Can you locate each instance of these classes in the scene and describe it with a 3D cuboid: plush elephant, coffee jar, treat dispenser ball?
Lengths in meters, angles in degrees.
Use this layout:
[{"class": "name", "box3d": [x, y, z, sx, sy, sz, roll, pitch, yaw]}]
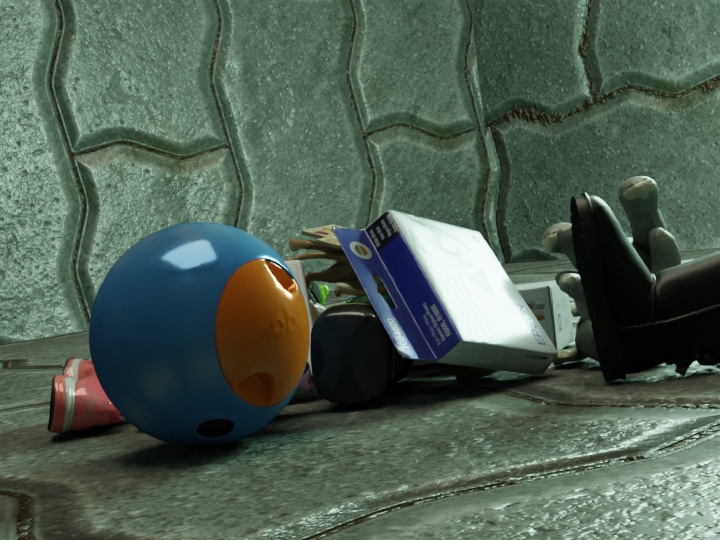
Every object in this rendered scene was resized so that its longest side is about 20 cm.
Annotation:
[{"class": "plush elephant", "box3d": [0.270, 0.031, 1.313, 0.164, 0.201, 0.155, -24, 12, 46]}, {"class": "coffee jar", "box3d": [0.004, 0.082, 1.295, 0.084, 0.106, 0.200, -2, 2, 11]}, {"class": "treat dispenser ball", "box3d": [-0.144, 0.058, 1.094, 0.199, 0.203, 0.201, -7, 2, 0]}]

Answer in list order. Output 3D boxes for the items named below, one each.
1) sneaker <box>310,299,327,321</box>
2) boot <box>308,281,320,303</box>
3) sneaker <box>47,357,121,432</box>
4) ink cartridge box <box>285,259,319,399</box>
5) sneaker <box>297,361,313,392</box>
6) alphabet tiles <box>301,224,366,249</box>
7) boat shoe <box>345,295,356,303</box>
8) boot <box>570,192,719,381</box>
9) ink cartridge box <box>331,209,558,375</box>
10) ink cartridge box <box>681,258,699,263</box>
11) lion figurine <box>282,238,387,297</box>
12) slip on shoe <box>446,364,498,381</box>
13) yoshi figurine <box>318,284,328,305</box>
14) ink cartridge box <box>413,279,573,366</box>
[{"class": "sneaker", "box3d": [-0.092, 0.050, 1.462, 0.199, 0.074, 0.080, 36, 16, -26]}, {"class": "boot", "box3d": [-0.144, 0.079, 1.630, 0.182, 0.073, 0.200, -46, 8, -12]}, {"class": "sneaker", "box3d": [-0.293, 0.146, 1.344, 0.086, 0.075, 0.200, 6, 4, -7]}, {"class": "ink cartridge box", "box3d": [-0.150, 0.076, 1.359, 0.198, 0.161, 0.047, -8, -34, -6]}, {"class": "sneaker", "box3d": [-0.140, 0.129, 1.242, 0.199, 0.082, 0.070, -26, 25, 23]}, {"class": "alphabet tiles", "box3d": [0.037, -0.028, 1.448, 0.198, 0.006, 0.166, 14, 11, 19]}, {"class": "boat shoe", "box3d": [0.036, 0.045, 1.679, 0.200, 0.069, 0.084, -42, -21, 30]}, {"class": "boot", "box3d": [0.297, 0.008, 1.168, 0.161, 0.200, 0.073, -13, 4, 4]}, {"class": "ink cartridge box", "box3d": [0.089, 0.020, 1.277, 0.199, 0.200, 0.041, 9, -51, -38]}, {"class": "ink cartridge box", "box3d": [0.407, 0.033, 1.513, 0.144, 0.085, 0.200, -7, 2, 5]}, {"class": "lion figurine", "box3d": [0.000, 0.000, 1.475, 0.121, 0.073, 0.199, 1, -1, 30]}, {"class": "slip on shoe", "box3d": [0.088, 0.059, 1.377, 0.060, 0.076, 0.200, -28, 44, -15]}, {"class": "yoshi figurine", "box3d": [-0.041, 0.082, 1.629, 0.199, 0.114, 0.111, -9, -15, 39]}, {"class": "ink cartridge box", "box3d": [0.161, 0.064, 1.521, 0.198, 0.085, 0.175, -7, 1, 19]}]
